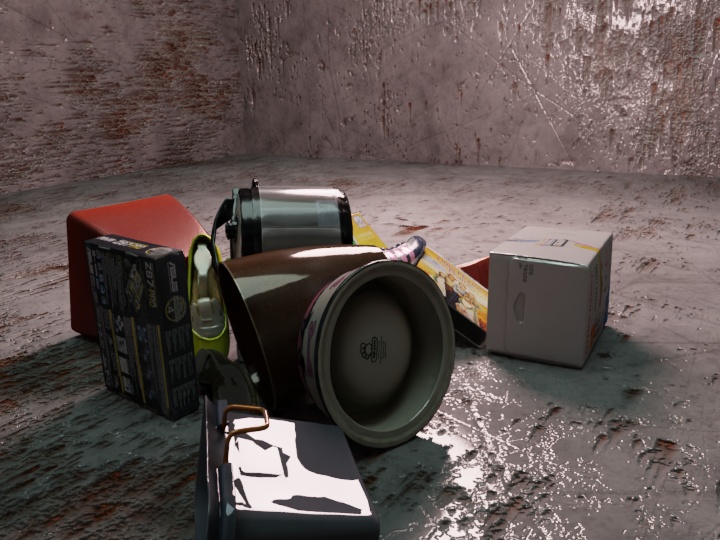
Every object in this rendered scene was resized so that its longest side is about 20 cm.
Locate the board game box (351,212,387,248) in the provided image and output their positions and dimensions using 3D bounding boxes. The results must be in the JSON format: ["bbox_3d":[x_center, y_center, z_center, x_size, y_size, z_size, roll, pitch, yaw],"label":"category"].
[{"bbox_3d":[0.000,0.000,1.154,0.151,0.041,0.201,-19,63,-47],"label":"board game box"}]

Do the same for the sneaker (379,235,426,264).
[{"bbox_3d":[0.044,-0.018,1.113,0.082,0.070,0.200,40,36,0],"label":"sneaker"}]

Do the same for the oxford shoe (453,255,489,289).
[{"bbox_3d":[0.207,0.007,1.267,0.195,0.073,0.072,-7,12,-18],"label":"oxford shoe"}]

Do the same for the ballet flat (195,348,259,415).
[{"bbox_3d":[-0.162,0.145,0.859,0.046,0.069,0.199,24,-3,-31],"label":"ballet flat"}]

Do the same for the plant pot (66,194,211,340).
[{"bbox_3d":[-0.332,0.014,1.108,0.174,0.205,0.198,24,27,33],"label":"plant pot"}]

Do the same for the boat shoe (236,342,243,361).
[{"bbox_3d":[-0.088,0.096,0.985,0.194,0.070,0.073,5,17,22],"label":"boat shoe"}]

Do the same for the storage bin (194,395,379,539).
[{"bbox_3d":[-0.066,0.187,0.565,0.131,0.150,0.200,5,14,-15],"label":"storage bin"}]

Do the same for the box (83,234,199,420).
[{"bbox_3d":[-0.275,0.066,0.867,0.158,0.206,0.049,11,20,40],"label":"box"}]

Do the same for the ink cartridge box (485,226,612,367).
[{"bbox_3d":[0.284,0.030,1.027,0.141,0.152,0.199,7,18,28],"label":"ink cartridge box"}]

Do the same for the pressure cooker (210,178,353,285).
[{"bbox_3d":[-0.117,-0.037,0.998,0.194,0.184,0.176,-1,21,-14],"label":"pressure cooker"}]

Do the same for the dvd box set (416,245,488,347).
[{"bbox_3d":[0.146,0.036,1.109,0.145,0.030,0.200,37,20,1],"label":"dvd box set"}]

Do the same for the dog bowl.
[{"bbox_3d":[0.014,0.089,0.780,0.196,0.206,0.073,-13,9,-36],"label":"dog bowl"}]

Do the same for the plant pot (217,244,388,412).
[{"bbox_3d":[-0.055,0.047,0.866,0.196,0.192,0.186,-21,21,-20],"label":"plant pot"}]

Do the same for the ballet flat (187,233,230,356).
[{"bbox_3d":[-0.221,0.039,0.983,0.065,0.205,0.067,-2,-27,-13],"label":"ballet flat"}]

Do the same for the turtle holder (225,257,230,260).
[{"bbox_3d":[-0.178,-0.061,1.282,0.128,0.145,0.185,11,0,-5],"label":"turtle holder"}]
